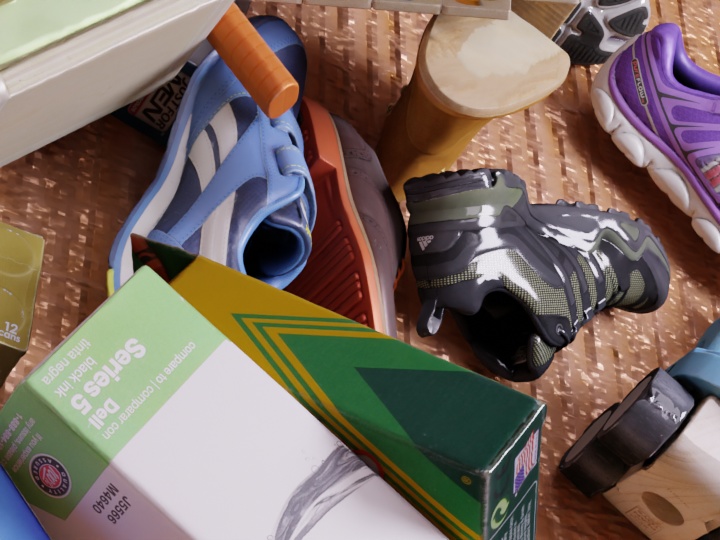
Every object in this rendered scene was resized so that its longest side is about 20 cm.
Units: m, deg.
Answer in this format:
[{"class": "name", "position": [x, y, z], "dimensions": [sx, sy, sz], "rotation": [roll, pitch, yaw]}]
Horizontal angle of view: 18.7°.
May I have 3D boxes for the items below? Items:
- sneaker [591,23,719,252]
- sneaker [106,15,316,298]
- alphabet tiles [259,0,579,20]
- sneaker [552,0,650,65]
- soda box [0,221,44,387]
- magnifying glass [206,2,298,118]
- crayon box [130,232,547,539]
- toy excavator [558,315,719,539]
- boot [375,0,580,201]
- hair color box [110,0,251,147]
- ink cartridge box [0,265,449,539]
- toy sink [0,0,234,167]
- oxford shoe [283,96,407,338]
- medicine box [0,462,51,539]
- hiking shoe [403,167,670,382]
[{"class": "sneaker", "position": [0.225, -0.063, 1.287], "dimensions": [0.200, 0.083, 0.081], "rotation": [45, 27, 5]}, {"class": "sneaker", "position": [-0.052, -0.038, 1.042], "dimensions": [0.082, 0.074, 0.201], "rotation": [5, 54, 19]}, {"class": "alphabet tiles", "position": [0.012, -0.160, 1.113], "dimensions": [0.199, 0.006, 0.167], "rotation": [4, 24, 2]}, {"class": "sneaker", "position": [0.094, -0.205, 1.343], "dimensions": [0.199, 0.081, 0.084], "rotation": [33, 30, -12]}, {"class": "soda box", "position": [-0.236, -0.008, 0.911], "dimensions": [0.199, 0.064, 0.068], "rotation": [23, 44, -21]}, {"class": "magnifying glass", "position": [-0.095, -0.153, 1.045], "dimensions": [0.022, 0.080, 0.200], "rotation": [-33, 72, -20]}, {"class": "crayon box", "position": [-0.024, 0.076, 0.904], "dimensions": [0.199, 0.127, 0.051], "rotation": [22, 46, 25]}, {"class": "toy excavator", "position": [0.198, 0.065, 1.145], "dimensions": [0.100, 0.195, 0.200], "rotation": [42, 68, 2]}, {"class": "boot", "position": [0.047, -0.083, 1.137], "dimensions": [0.071, 0.144, 0.201], "rotation": [39, 33, 0]}, {"class": "hair color box", "position": [-0.157, -0.157, 1.111], "dimensions": [0.199, 0.061, 0.100], "rotation": [31, 41, -11]}, {"class": "ink cartridge box", "position": [-0.059, 0.120, 0.864], "dimensions": [0.200, 0.146, 0.084], "rotation": [42, 49, 2]}, {"class": "toy sink", "position": [-0.177, -0.121, 0.970], "dimensions": [0.199, 0.112, 0.131], "rotation": [-29, 84, -31]}, {"class": "oxford shoe", "position": [0.000, 0.000, 1.088], "dimensions": [0.072, 0.071, 0.201], "rotation": [19, 47, -38]}, {"class": "medicine box", "position": [-0.224, 0.117, 0.777], "dimensions": [0.200, 0.103, 0.183], "rotation": [-21, 69, -46]}, {"class": "hiking shoe", "position": [0.091, 0.012, 1.156], "dimensions": [0.199, 0.075, 0.101], "rotation": [16, 76, -43]}]
